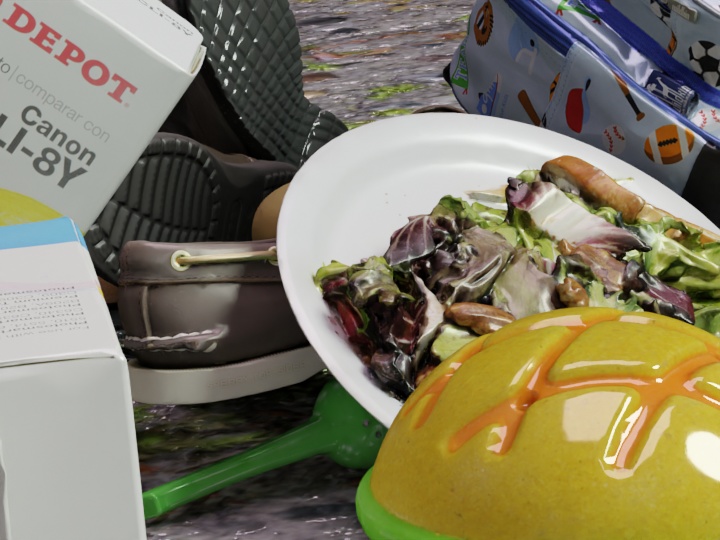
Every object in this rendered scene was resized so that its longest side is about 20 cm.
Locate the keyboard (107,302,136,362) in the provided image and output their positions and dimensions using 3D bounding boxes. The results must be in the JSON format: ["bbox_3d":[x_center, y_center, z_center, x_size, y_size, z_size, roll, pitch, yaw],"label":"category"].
[{"bbox_3d":[-0.085,0.030,1.220,0.127,0.021,0.200,-6,5,-34],"label":"keyboard"}]

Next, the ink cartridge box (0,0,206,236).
[{"bbox_3d":[-0.172,-0.042,1.106,0.145,0.200,0.083,35,10,-8],"label":"ink cartridge box"}]

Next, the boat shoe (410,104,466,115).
[{"bbox_3d":[0.062,-0.037,1.361,0.075,0.075,0.202,-10,14,-21],"label":"boat shoe"}]

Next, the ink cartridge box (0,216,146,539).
[{"bbox_3d":[-0.128,0.072,0.850,0.125,0.129,0.200,-7,13,-7],"label":"ink cartridge box"}]

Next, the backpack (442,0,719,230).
[{"bbox_3d":[0.135,-0.090,1.216,0.200,0.154,0.190,-16,38,-43],"label":"backpack"}]

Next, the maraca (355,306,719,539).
[{"bbox_3d":[0.078,0.069,0.830,0.137,0.107,0.200,-13,15,-23],"label":"maraca"}]

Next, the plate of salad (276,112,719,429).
[{"bbox_3d":[0.068,0.006,1.040,0.200,0.048,0.200,15,41,-13],"label":"plate of salad"}]

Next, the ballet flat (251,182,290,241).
[{"bbox_3d":[0.024,-0.003,1.261,0.200,0.069,0.063,2,29,34],"label":"ballet flat"}]

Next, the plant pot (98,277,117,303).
[{"bbox_3d":[-0.166,-0.009,1.439,0.200,0.028,0.200,-5,12,1],"label":"plant pot"}]

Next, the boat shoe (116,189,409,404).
[{"bbox_3d":[0.000,0.000,1.095,0.200,0.060,0.072,-14,10,-31],"label":"boat shoe"}]

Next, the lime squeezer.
[{"bbox_3d":[-0.001,0.056,1.106,0.071,0.038,0.200,-35,-4,32],"label":"lime squeezer"}]

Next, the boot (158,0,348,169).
[{"bbox_3d":[-0.090,-0.084,1.438,0.132,0.200,0.070,7,53,28],"label":"boot"}]

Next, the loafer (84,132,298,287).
[{"bbox_3d":[-0.096,-0.027,1.332,0.071,0.073,0.200,14,1,24],"label":"loafer"}]
